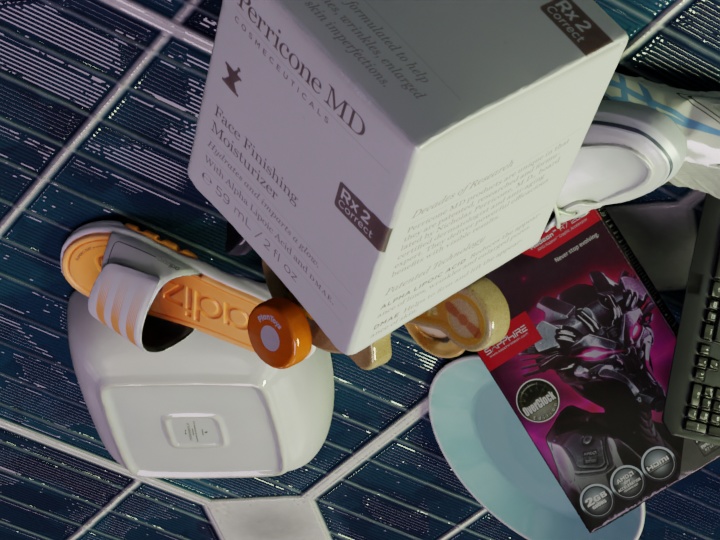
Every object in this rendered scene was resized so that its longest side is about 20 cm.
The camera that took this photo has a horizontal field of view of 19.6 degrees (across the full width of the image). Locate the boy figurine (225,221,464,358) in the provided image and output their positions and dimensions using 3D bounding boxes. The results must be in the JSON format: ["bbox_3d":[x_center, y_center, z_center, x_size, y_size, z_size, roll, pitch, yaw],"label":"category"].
[{"bbox_3d":[0.000,0.000,1.471,0.200,0.065,0.124,32,133,-26],"label":"boy figurine"}]

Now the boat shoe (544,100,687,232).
[{"bbox_3d":[0.122,-0.053,1.326,0.074,0.067,0.200,45,150,-22],"label":"boat shoe"}]

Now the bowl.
[{"bbox_3d":[-0.123,0.093,1.600,0.199,0.075,0.200,0,141,6],"label":"bowl"}]

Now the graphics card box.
[{"bbox_3d":[0.157,0.061,1.415,0.125,0.051,0.200,-32,88,13],"label":"graphics card box"}]

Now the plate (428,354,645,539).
[{"bbox_3d":[0.139,0.140,1.609,0.200,0.026,0.200,30,143,25],"label":"plate"}]

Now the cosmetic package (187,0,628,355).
[{"bbox_3d":[0.021,-0.094,1.210,0.165,0.165,0.200,-30,155,-30],"label":"cosmetic package"}]

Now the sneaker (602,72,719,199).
[{"bbox_3d":[0.209,-0.090,1.334,0.200,0.073,0.072,23,154,0],"label":"sneaker"}]

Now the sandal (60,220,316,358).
[{"bbox_3d":[-0.132,0.026,1.477,0.206,0.059,0.079,18,134,19],"label":"sandal"}]

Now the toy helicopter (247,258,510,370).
[{"bbox_3d":[0.013,0.003,1.335,0.200,0.079,0.133,13,115,41],"label":"toy helicopter"}]

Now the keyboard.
[{"bbox_3d":[0.265,0.019,1.362,0.104,0.201,0.040,13,175,-16],"label":"keyboard"}]
